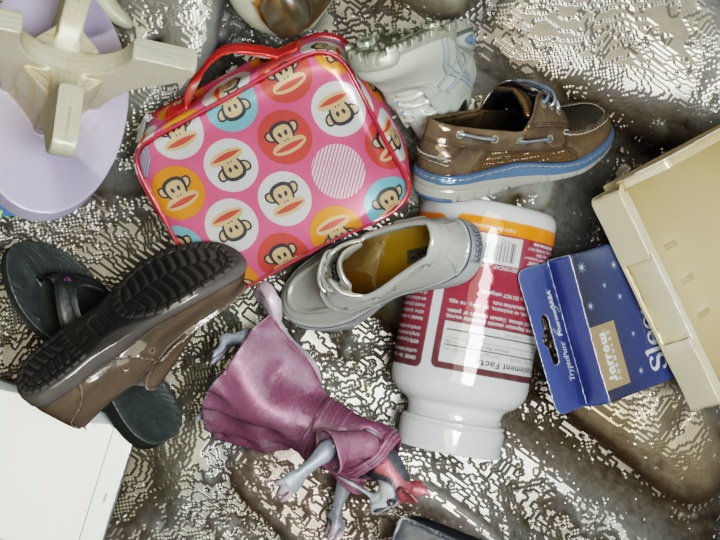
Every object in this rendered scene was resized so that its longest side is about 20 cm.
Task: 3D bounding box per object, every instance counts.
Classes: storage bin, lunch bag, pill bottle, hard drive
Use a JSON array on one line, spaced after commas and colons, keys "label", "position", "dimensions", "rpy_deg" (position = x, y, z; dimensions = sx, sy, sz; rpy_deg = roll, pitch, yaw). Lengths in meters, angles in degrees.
[{"label": "storage bin", "position": [0.311, -0.017, 1.445], "dimensions": [0.198, 0.094, 0.200], "rpy_deg": [-27, 92, -34]}, {"label": "lunch bag", "position": [-0.075, -0.095, 1.430], "dimensions": [0.200, 0.082, 0.176], "rpy_deg": [-25, 110, 11]}, {"label": "pill bottle", "position": [0.087, 0.046, 1.458], "dimensions": [0.113, 0.113, 0.200], "rpy_deg": [11, 89, -4]}, {"label": "hard drive", "position": [-0.293, 0.157, 1.473], "dimensions": [0.200, 0.027, 0.132], "rpy_deg": [17, 88, -3]}]

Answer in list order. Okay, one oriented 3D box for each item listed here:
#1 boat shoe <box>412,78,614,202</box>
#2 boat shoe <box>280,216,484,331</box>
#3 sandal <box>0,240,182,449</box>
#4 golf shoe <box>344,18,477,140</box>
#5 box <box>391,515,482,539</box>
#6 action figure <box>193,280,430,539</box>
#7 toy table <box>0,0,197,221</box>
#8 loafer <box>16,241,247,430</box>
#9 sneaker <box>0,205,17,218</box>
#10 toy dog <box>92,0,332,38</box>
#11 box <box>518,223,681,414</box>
[{"label": "boat shoe", "position": [0.129, -0.111, 1.443], "dimensions": [0.200, 0.072, 0.073], "rpy_deg": [-21, 125, -37]}, {"label": "boat shoe", "position": [0.000, 0.000, 1.422], "dimensions": [0.070, 0.200, 0.071], "rpy_deg": [12, 69, -46]}, {"label": "sandal", "position": [-0.207, 0.051, 1.456], "dimensions": [0.201, 0.048, 0.075], "rpy_deg": [51, 44, -7]}, {"label": "golf shoe", "position": [0.050, -0.146, 1.420], "dimensions": [0.078, 0.200, 0.097], "rpy_deg": [-5, 95, 24]}, {"label": "box", "position": [0.094, 0.319, 1.433], "dimensions": [0.200, 0.117, 0.197], "rpy_deg": [21, 88, 10]}, {"label": "action figure", "position": [-0.029, 0.125, 1.447], "dimensions": [0.200, 0.134, 0.149], "rpy_deg": [26, 76, 9]}, {"label": "toy table", "position": [-0.228, -0.151, 1.391], "dimensions": [0.183, 0.117, 0.200], "rpy_deg": [-1, 71, -23]}, {"label": "loafer", "position": [-0.170, 0.051, 1.409], "dimensions": [0.200, 0.073, 0.071], "rpy_deg": [-33, 129, -4]}, {"label": "sneaker", "position": [-0.298, -0.062, 1.452], "dimensions": [0.105, 0.076, 0.200], "rpy_deg": [43, 86, -3]}, {"label": "toy dog", "position": [-0.111, -0.259, 1.440], "dimensions": [0.200, 0.140, 0.194], "rpy_deg": [25, 101, -3]}, {"label": "box", "position": [0.219, 0.034, 1.456], "dimensions": [0.200, 0.032, 0.121], "rpy_deg": [-16, 91, -37]}]
